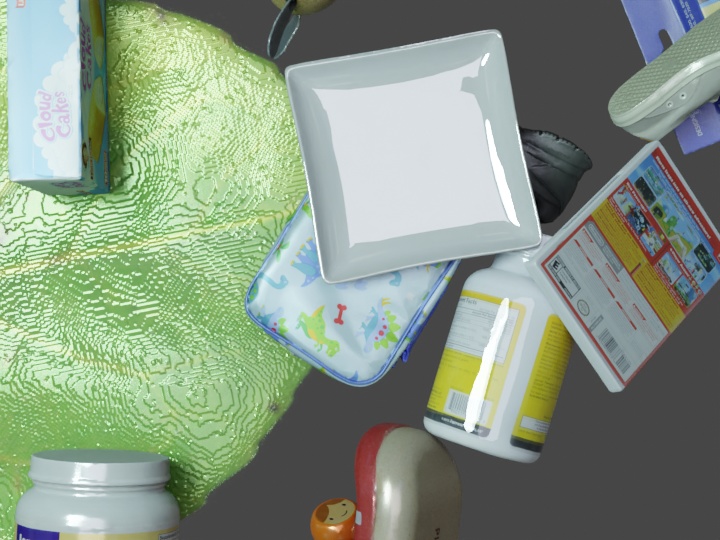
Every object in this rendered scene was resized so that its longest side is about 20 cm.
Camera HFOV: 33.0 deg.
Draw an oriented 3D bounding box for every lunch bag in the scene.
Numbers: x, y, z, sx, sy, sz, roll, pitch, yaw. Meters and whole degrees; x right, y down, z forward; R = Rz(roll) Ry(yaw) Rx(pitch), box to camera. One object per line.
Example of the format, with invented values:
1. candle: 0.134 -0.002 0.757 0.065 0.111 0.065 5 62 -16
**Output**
1. lunch bag: 0.000 0.000 1.128 0.161 0.082 0.200 32 87 3

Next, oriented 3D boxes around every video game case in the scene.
1. video game case: 0.249 -0.007 1.104 0.200 0.017 0.143 -41 102 -29

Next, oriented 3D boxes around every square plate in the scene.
1. square plate: 0.046 -0.101 1.082 0.198 0.028 0.200 -10 84 -2

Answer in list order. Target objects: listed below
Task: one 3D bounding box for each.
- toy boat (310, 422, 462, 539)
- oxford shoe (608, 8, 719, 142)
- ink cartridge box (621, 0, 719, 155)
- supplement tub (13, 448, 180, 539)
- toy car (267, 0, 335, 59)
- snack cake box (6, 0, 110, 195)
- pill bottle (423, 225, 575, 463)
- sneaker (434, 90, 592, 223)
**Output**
1. toy boat: 0.012 0.238 1.109 0.130 0.130 0.201 6 90 31
2. oxford shoe: 0.324 -0.188 1.123 0.200 0.075 0.058 -36 119 20
3. ink cartridge box: 0.370 -0.238 1.162 0.200 0.047 0.198 -22 88 -3
4. supplement tub: -0.236 0.265 1.082 0.145 0.145 0.201 2 87 0
5. toy car: -0.069 -0.294 1.115 0.157 0.164 0.200 10 99 0
6. snack cake box: -0.277 -0.175 1.120 0.067 0.115 0.201 -2 87 -1
7. pill bottle: 0.137 0.066 1.110 0.112 0.112 0.200 18 87 1
8. sneaker: 0.113 -0.108 1.142 0.200 0.076 0.091 24 94 4
